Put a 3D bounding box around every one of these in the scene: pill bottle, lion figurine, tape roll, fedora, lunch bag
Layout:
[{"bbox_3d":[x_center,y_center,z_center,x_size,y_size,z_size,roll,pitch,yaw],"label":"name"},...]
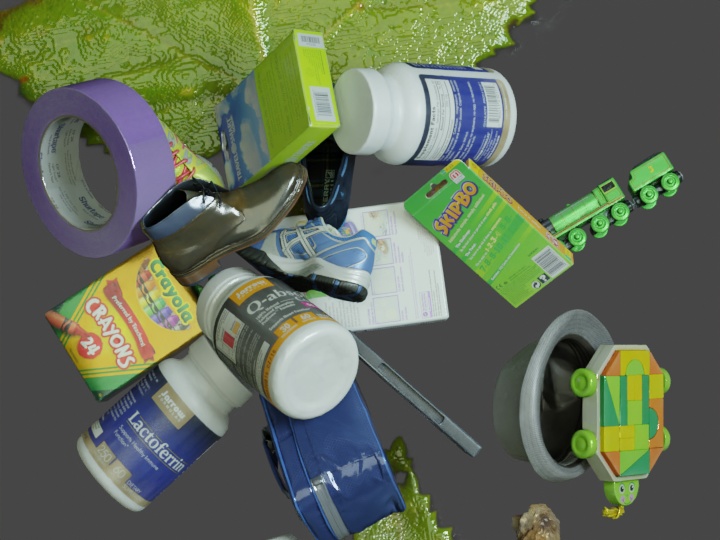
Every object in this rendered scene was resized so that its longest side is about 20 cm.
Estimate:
[{"bbox_3d":[-0.228,0.178,1.686,0.200,0.116,0.116,-43,87,-1],"label":"pill bottle"},{"bbox_3d":[0.178,0.364,1.649,0.072,0.200,0.124,14,119,22],"label":"lion figurine"},{"bbox_3d":[-0.309,-0.120,1.673,0.198,0.065,0.203,14,113,35],"label":"tape roll"},{"bbox_3d":[-0.099,0.076,1.614,0.117,0.116,0.199,-55,43,-2],"label":"pill bottle"},{"bbox_3d":[0.218,0.148,1.673,0.090,0.176,0.202,-2,64,42],"label":"fedora"},{"bbox_3d":[0.072,-0.180,1.649,0.198,0.115,0.118,-1,86,-33],"label":"pill bottle"},{"bbox_3d":[-0.043,0.205,1.649,0.131,0.137,0.201,-22,50,-1],"label":"lunch bag"}]

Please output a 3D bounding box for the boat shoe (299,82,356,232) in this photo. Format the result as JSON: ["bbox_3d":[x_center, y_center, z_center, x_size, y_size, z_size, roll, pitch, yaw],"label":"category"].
[{"bbox_3d":[-0.035,-0.143,1.694,0.083,0.069,0.202,-9,63,2],"label":"boat shoe"}]

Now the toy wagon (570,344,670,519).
[{"bbox_3d":[0.307,0.188,1.663,0.154,0.039,0.203,3,86,-42],"label":"toy wagon"}]

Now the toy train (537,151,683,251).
[{"bbox_3d":[0.297,-0.077,1.725,0.198,0.042,0.057,-30,77,0],"label":"toy train"}]

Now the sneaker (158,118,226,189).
[{"bbox_3d":[-0.242,-0.134,1.716,0.200,0.090,0.078,41,88,2],"label":"sneaker"}]

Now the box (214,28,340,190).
[{"bbox_3d":[-0.101,-0.181,1.676,0.047,0.200,0.124,0,70,-34],"label":"box"}]

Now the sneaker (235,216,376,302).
[{"bbox_3d":[-0.062,-0.020,1.644,0.198,0.076,0.078,14,75,32],"label":"sneaker"}]

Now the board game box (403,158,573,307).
[{"bbox_3d":[0.150,-0.047,1.676,0.199,0.030,0.095,39,120,-23],"label":"board game box"}]

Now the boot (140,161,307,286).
[{"bbox_3d":[-0.156,-0.074,1.628,0.199,0.075,0.097,-41,130,2],"label":"boot"}]

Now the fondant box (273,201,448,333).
[{"bbox_3d":[0.000,0.000,1.719,0.197,0.058,0.146,-7,86,0],"label":"fondant box"}]

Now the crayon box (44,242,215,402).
[{"bbox_3d":[-0.264,0.052,1.727,0.199,0.051,0.128,-34,86,-1],"label":"crayon box"}]

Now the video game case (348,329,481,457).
[{"bbox_3d":[0.057,0.143,1.666,0.199,0.143,0.019,41,86,3],"label":"video game case"}]

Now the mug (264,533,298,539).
[{"bbox_3d":[-0.077,0.396,1.650,0.198,0.148,0.178,-17,82,14],"label":"mug"}]
